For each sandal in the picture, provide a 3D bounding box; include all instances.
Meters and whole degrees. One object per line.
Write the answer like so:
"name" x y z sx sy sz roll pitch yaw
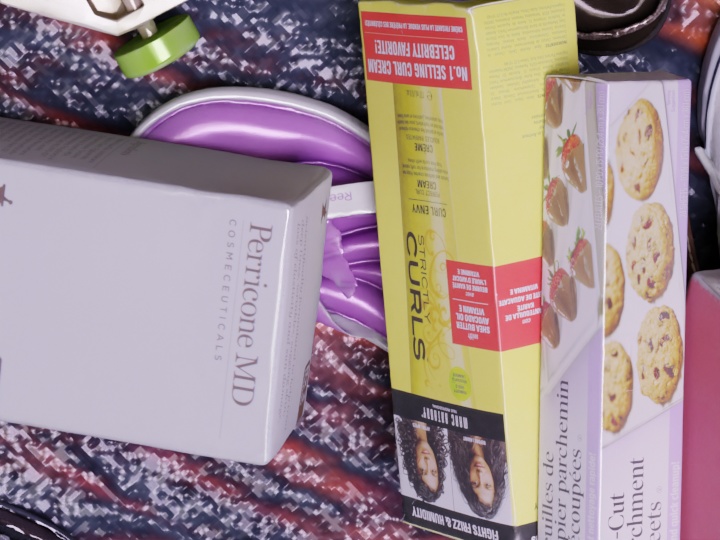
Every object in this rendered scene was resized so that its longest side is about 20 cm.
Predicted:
"sandal" 0.004 -0.007 1.084 0.202 0.050 0.083 27 101 -14

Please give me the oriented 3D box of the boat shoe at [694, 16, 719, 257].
"boat shoe" 0.166 -0.009 1.081 0.074 0.086 0.203 0 105 -6

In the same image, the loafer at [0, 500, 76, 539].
"loafer" -0.202 0.118 1.092 0.199 0.063 0.072 12 103 -8

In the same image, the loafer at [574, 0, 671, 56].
"loafer" 0.069 -0.171 1.036 0.073 0.071 0.201 -18 105 0

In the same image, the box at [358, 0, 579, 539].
"box" 0.046 -0.002 1.038 0.050 0.075 0.201 -12 104 -33

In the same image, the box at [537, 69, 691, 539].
"box" 0.089 0.030 1.004 0.041 0.039 0.201 -3 98 -31

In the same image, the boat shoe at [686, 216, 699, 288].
"boat shoe" 0.114 0.039 1.083 0.076 0.072 0.201 -23 118 -34

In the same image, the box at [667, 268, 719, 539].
"box" 0.175 0.106 1.031 0.127 0.109 0.201 -5 119 -31

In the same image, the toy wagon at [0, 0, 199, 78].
"toy wagon" -0.059 -0.172 1.042 0.199 0.040 0.156 -28 106 2

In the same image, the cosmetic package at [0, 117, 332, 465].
"cosmetic package" -0.117 0.001 1.043 0.199 0.074 0.102 8 105 9
